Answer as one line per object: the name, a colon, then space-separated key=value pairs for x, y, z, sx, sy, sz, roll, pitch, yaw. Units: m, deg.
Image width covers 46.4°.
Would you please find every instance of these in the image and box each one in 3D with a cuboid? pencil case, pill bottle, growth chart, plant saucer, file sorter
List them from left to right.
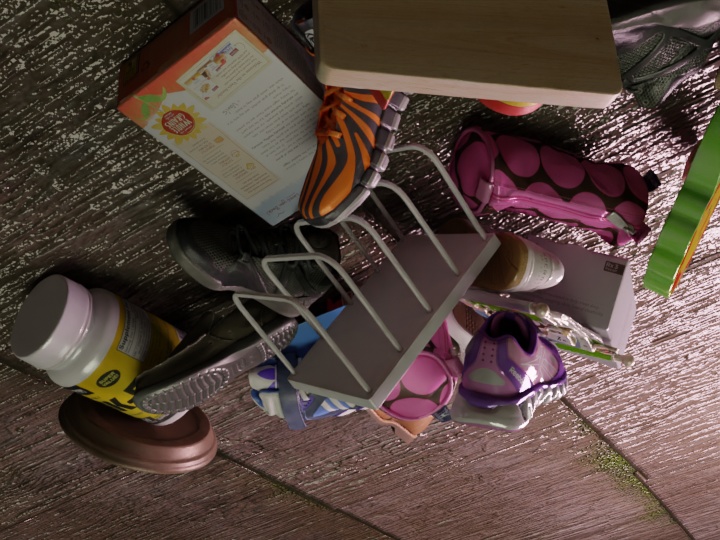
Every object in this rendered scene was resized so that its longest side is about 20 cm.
pill bottle: x=-0.279 y=0.090 z=0.943 sx=0.113 sy=0.116 sz=0.199 roll=-28 pitch=139 yaw=25
plant saucer: x=-0.268 y=0.184 z=1.032 sx=0.197 sy=0.200 sz=0.030 roll=14 pitch=103 yaw=-27
file sorter: x=0.000 y=0.000 z=0.765 sx=0.125 sy=0.201 sz=0.138 roll=51 pitch=154 yaw=-24
pencil case: x=0.051 y=0.063 z=0.847 sx=0.093 sy=0.201 sz=0.091 roll=-31 pitch=115 yaw=14
growth chart: x=0.172 y=0.053 z=0.847 sx=0.143 sy=0.018 sz=0.199 roll=9 pitch=167 yaw=45
pencil case: x=0.186 y=-0.078 z=0.816 sx=0.196 sy=0.095 sz=0.091 roll=8 pitch=135 yaw=-21

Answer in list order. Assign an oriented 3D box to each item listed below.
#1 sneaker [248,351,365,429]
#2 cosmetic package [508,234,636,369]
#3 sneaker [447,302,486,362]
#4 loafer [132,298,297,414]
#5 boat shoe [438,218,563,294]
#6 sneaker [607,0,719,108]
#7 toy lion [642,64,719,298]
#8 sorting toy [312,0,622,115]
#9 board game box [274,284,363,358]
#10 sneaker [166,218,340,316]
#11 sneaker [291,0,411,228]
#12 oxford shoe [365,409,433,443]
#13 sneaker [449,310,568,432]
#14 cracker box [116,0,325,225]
sneaker: x=-0.057 y=0.129 z=1.003 sx=0.144 sy=0.082 sz=0.200 roll=4 pitch=154 yaw=-24
cosmetic package: x=0.240 y=0.039 z=0.932 sx=0.111 sy=0.083 sz=0.200 roll=15 pitch=170 yaw=26
sneaker: x=0.149 y=0.105 z=1.079 sx=0.084 sy=0.074 sz=0.199 roll=-32 pitch=139 yaw=25
loafer: x=-0.166 y=0.090 z=0.934 sx=0.198 sy=0.070 sz=0.076 roll=-27 pitch=154 yaw=-23
boat shoe: x=0.134 y=-0.007 z=0.851 sx=0.068 sy=0.200 sz=0.072 roll=12 pitch=96 yaw=-21
sneaker: x=0.208 y=-0.185 z=0.707 sx=0.195 sy=0.077 sz=0.115 roll=-11 pitch=137 yaw=-5
toy lion: x=0.320 y=-0.079 z=0.778 sx=0.068 sy=0.192 sz=0.202 roll=27 pitch=150 yaw=23
sorting toy: x=0.059 y=-0.195 z=0.573 sx=0.196 sy=0.203 sz=0.070 roll=2 pitch=159 yaw=-14
board game box: x=-0.014 y=0.070 z=1.034 sx=0.198 sy=0.040 sz=0.157 roll=-22 pitch=146 yaw=27
sneaker: x=-0.095 y=-0.023 z=0.853 sx=0.114 sy=0.077 sz=0.198 roll=-35 pitch=139 yaw=28
sneaker: x=-0.020 y=-0.142 z=0.658 sx=0.111 sy=0.203 sz=0.077 roll=32 pitch=168 yaw=-39
oxford shoe: x=0.044 y=0.175 z=1.170 sx=0.071 sy=0.072 sz=0.200 roll=-38 pitch=143 yaw=9
sneaker: x=0.143 y=0.078 z=0.769 sx=0.079 sy=0.090 sz=0.199 roll=4 pitch=-172 yaw=25
cracker box: x=-0.091 y=-0.135 z=0.728 sx=0.133 sy=0.058 sz=0.199 roll=-28 pitch=138 yaw=23
